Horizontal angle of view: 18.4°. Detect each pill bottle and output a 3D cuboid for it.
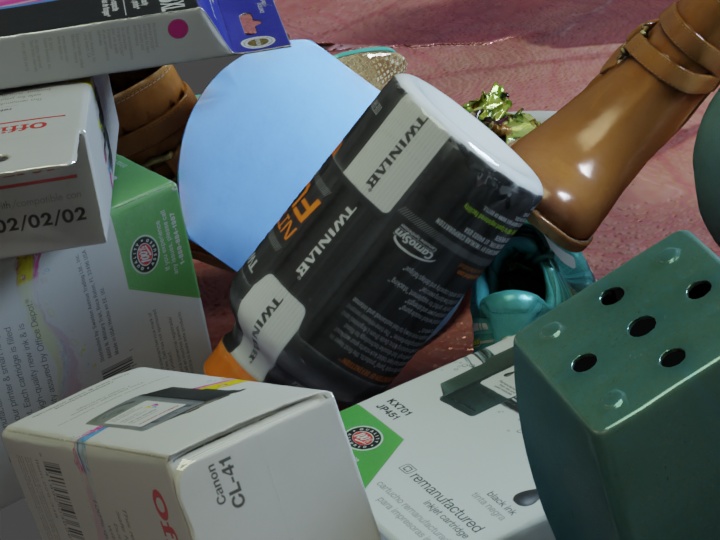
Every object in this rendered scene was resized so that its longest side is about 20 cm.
[{"bbox_3d":[0.000,0.000,1.214,0.200,0.106,0.106,-51,30,11],"label":"pill bottle"}]

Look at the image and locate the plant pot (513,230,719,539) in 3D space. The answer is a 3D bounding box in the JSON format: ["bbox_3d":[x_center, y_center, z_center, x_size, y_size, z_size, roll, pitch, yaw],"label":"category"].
[{"bbox_3d":[0.156,0.095,0.954,0.141,0.200,0.141,-31,33,-4],"label":"plant pot"}]

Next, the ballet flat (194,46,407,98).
[{"bbox_3d":[-0.054,-0.099,1.540,0.199,0.071,0.065,-18,58,-10],"label":"ballet flat"}]

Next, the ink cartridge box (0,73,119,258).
[{"bbox_3d":[-0.194,-0.059,1.187,0.115,0.068,0.200,-9,25,1],"label":"ink cartridge box"}]

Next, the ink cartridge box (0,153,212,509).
[{"bbox_3d":[-0.192,0.040,1.233,0.200,0.146,0.087,-27,33,-29],"label":"ink cartridge box"}]

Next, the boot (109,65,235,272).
[{"bbox_3d":[-0.097,-0.073,1.361,0.199,0.156,0.077,-13,38,5],"label":"boot"}]

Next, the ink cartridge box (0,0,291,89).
[{"bbox_3d":[-0.143,-0.136,1.217,0.199,0.037,0.095,-7,26,-7],"label":"ink cartridge box"}]

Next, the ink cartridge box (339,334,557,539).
[{"bbox_3d":[0.083,0.107,1.103,0.200,0.083,0.147,-23,33,-24],"label":"ink cartridge box"}]

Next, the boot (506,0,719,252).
[{"bbox_3d":[0.164,-0.096,1.286,0.077,0.155,0.200,47,28,6],"label":"boot"}]

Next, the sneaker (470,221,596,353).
[{"bbox_3d":[0.098,0.009,1.270,0.077,0.080,0.200,-3,22,8],"label":"sneaker"}]

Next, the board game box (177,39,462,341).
[{"bbox_3d":[-0.024,-0.039,1.325,0.039,0.200,0.158,-29,30,57],"label":"board game box"}]

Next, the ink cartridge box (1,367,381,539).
[{"bbox_3d":[-0.068,0.127,0.987,0.085,0.148,0.200,-24,12,-27],"label":"ink cartridge box"}]

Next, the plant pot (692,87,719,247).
[{"bbox_3d":[0.278,-0.050,1.204,0.200,0.201,0.196,-13,7,-7],"label":"plant pot"}]

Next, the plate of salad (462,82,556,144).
[{"bbox_3d":[0.076,-0.076,1.445,0.199,0.048,0.200,-9,22,4],"label":"plate of salad"}]
